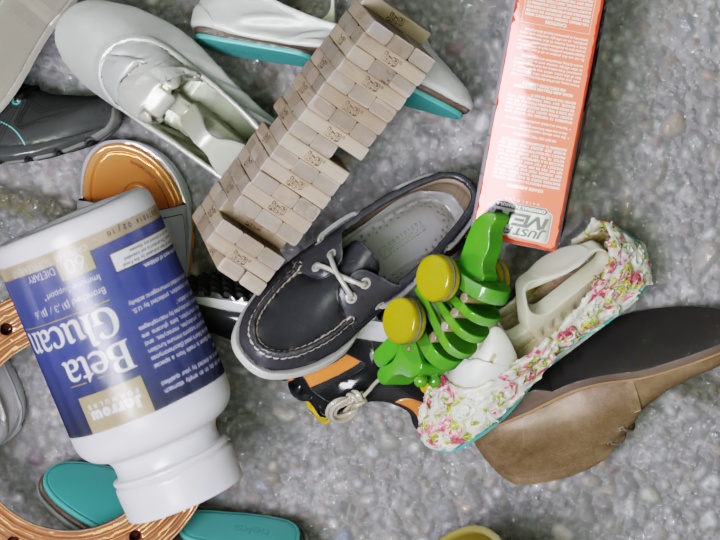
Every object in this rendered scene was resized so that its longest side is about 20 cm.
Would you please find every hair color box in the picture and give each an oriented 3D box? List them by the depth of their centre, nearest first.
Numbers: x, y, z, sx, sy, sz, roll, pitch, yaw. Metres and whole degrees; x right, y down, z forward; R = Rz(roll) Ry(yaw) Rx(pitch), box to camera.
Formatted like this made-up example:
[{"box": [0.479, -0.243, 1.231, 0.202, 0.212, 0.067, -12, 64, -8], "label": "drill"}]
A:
[{"box": [0.121, -0.121, 1.674, 0.061, 0.102, 0.201, 12, 101, 6], "label": "hair color box"}]

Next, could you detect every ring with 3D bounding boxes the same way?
[{"box": [-0.196, 0.109, 1.724, 0.199, 0.019, 0.202, -1, 94, -9], "label": "ring"}]

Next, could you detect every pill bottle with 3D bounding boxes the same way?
[{"box": [-0.151, 0.057, 1.662, 0.111, 0.111, 0.201, -21, 96, 10], "label": "pill bottle"}]

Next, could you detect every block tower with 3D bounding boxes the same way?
[{"box": [-0.031, -0.083, 1.647, 0.054, 0.058, 0.200, 32, 100, -24], "label": "block tower"}]

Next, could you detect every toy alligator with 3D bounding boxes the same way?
[{"box": [0.046, 0.047, 1.654, 0.200, 0.059, 0.054, -53, 53, 29], "label": "toy alligator"}]

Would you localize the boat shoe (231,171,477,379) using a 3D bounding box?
[{"box": [0.000, 0.000, 1.673, 0.200, 0.060, 0.074, -31, 75, -28], "label": "boat shoe"}]

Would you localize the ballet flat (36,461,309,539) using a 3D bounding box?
[{"box": [-0.132, 0.189, 1.778, 0.199, 0.068, 0.064, 14, 131, 8], "label": "ballet flat"}]

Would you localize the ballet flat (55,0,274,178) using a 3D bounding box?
[{"box": [-0.114, -0.108, 1.695, 0.200, 0.069, 0.070, 37, 102, -15], "label": "ballet flat"}]

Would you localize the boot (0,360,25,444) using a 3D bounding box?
[{"box": [-0.300, 0.037, 1.757, 0.073, 0.096, 0.201, -32, 93, 11], "label": "boot"}]

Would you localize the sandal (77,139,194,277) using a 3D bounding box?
[{"box": [-0.154, 0.015, 1.753, 0.079, 0.059, 0.208, -3, 98, 8], "label": "sandal"}]

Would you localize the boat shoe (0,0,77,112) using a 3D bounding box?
[{"box": [-0.255, -0.158, 1.714, 0.200, 0.063, 0.073, -50, 121, -8], "label": "boat shoe"}]

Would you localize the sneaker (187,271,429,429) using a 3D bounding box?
[{"box": [-0.037, 0.059, 1.729, 0.199, 0.070, 0.091, 9, 104, -7], "label": "sneaker"}]

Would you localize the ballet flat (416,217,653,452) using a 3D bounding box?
[{"box": [0.107, 0.035, 1.697, 0.200, 0.076, 0.064, -41, 132, -9], "label": "ballet flat"}]

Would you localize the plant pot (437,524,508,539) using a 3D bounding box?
[{"box": [0.102, 0.289, 1.712, 0.141, 0.200, 0.201, 25, 102, -22], "label": "plant pot"}]

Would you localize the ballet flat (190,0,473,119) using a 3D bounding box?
[{"box": [-0.014, -0.158, 1.710, 0.199, 0.069, 0.070, 17, 101, 6], "label": "ballet flat"}]

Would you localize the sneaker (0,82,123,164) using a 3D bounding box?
[{"box": [-0.261, -0.108, 1.741, 0.199, 0.075, 0.080, -6, 96, 8], "label": "sneaker"}]

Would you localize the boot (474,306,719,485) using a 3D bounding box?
[{"box": [0.169, 0.084, 1.725, 0.199, 0.074, 0.076, -21, 113, 15], "label": "boot"}]
